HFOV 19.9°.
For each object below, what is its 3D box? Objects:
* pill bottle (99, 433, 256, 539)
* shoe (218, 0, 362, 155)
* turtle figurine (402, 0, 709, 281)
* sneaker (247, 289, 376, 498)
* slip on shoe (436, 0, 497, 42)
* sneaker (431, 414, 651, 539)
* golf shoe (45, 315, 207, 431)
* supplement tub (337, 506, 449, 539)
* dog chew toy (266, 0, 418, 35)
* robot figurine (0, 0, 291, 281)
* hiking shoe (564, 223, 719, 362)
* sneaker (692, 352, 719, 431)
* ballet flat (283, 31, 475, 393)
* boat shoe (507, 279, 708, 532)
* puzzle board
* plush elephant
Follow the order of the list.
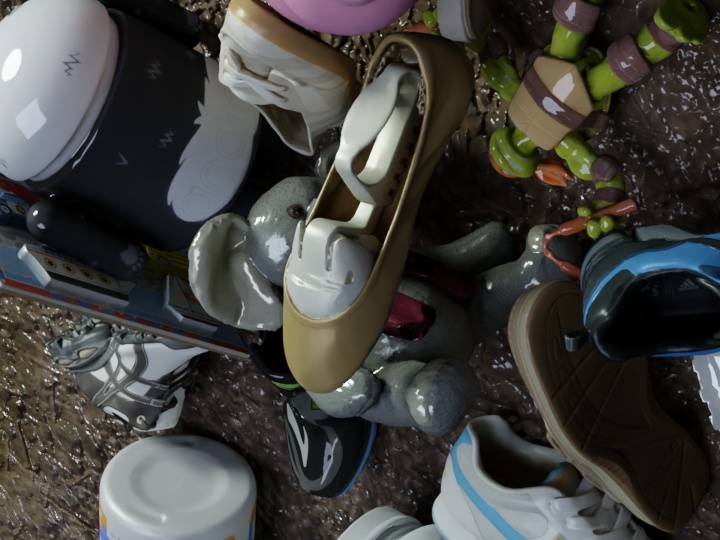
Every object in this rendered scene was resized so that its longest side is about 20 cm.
[{"bbox_3d":[-0.133,0.227,1.488,0.112,0.112,0.201,27,130,27],"label":"pill bottle"},{"bbox_3d":[-0.039,-0.105,1.147,0.070,0.200,0.053,31,89,12],"label":"shoe"},{"bbox_3d":[0.117,-0.092,1.096,0.200,0.064,0.161,52,131,16],"label":"turtle figurine"},{"bbox_3d":[-0.038,0.061,1.318,0.071,0.083,0.200,20,128,32],"label":"sneaker"},{"bbox_3d":[0.083,-0.209,1.030,0.060,0.076,0.201,14,105,8],"label":"slip on shoe"},{"bbox_3d":[0.132,0.163,1.237,0.200,0.076,0.081,29,131,23],"label":"sneaker"},{"bbox_3d":[-0.135,0.061,1.418,0.200,0.078,0.095,-12,111,58],"label":"golf shoe"},{"bbox_3d":[0.068,0.251,1.298,0.200,0.145,0.145,29,132,26],"label":"supplement tub"},{"bbox_3d":[-0.010,-0.178,1.059,0.124,0.200,0.125,-2,115,-4],"label":"dog chew toy"},{"bbox_3d":[-0.142,-0.087,1.252,0.125,0.200,0.150,-50,33,22],"label":"robot figurine"},{"bbox_3d":[0.205,0.007,1.027,0.199,0.087,0.075,-16,112,20],"label":"hiking shoe"},{"bbox_3d":[0.251,0.095,1.098,0.080,0.076,0.200,-30,99,36],"label":"sneaker"},{"bbox_3d":[-0.004,-0.035,1.080,0.068,0.063,0.201,21,89,33],"label":"ballet flat"},{"bbox_3d":[0.126,0.076,1.152,0.064,0.071,0.200,19,153,47],"label":"boat shoe"},{"bbox_3d":[-0.165,-0.020,1.278,0.017,0.200,0.151,-51,47,21],"label":"puzzle board"},{"bbox_3d":[0.000,0.000,1.183,0.155,0.165,0.200,52,148,-12],"label":"plush elephant"}]
